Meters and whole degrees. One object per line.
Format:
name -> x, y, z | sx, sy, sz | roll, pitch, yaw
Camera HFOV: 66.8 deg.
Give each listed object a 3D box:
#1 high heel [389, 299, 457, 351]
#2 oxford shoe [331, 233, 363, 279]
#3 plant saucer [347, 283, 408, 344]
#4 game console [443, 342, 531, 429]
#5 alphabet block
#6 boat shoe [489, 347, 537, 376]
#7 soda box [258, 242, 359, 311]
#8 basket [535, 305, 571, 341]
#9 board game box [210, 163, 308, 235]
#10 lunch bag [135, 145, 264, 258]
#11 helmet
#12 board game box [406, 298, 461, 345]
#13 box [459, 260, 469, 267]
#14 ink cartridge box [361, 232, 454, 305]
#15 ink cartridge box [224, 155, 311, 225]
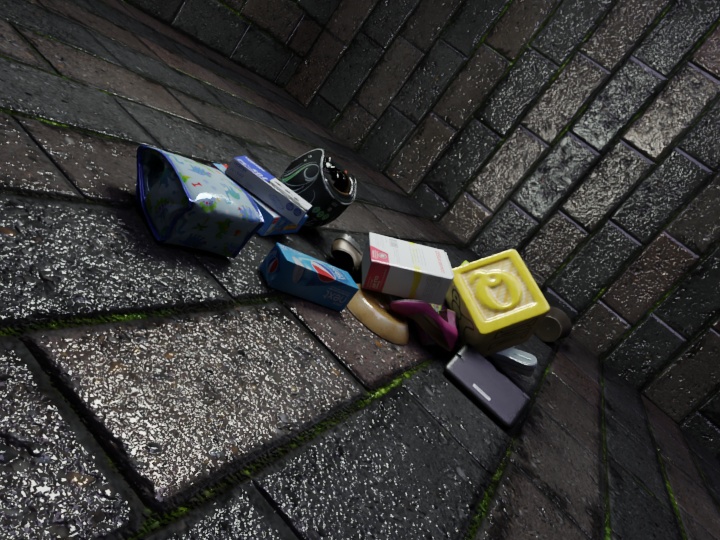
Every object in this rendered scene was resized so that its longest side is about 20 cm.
high heel -> 0.150, 0.127, 1.279 | 0.200, 0.067, 0.096 | 14, 70, -27
oxford shoe -> 0.000, 0.000, 1.405 | 0.200, 0.073, 0.084 | 38, 39, -9
plant saucer -> 0.043, 0.091, 1.274 | 0.200, 0.035, 0.200 | 35, 16, -12
game console -> 0.294, 0.285, 1.318 | 0.200, 0.116, 0.176 | 42, 46, 14
alphabet block -> 0.337, 0.094, 1.415 | 0.200, 0.196, 0.195 | 90, -22, -62
boat shoe -> 0.409, 0.251, 1.585 | 0.200, 0.067, 0.074 | 27, 43, 33
soda box -> -0.101, 0.017, 1.103 | 0.200, 0.068, 0.064 | 23, 21, -43
basket -> 0.854, 0.249, 2.454 | 0.180, 0.136, 0.200 | 39, 19, 17
board game box -> -0.249, -0.170, 1.321 | 0.200, 0.056, 0.196 | 41, 16, 10
lunch bag -> -0.299, -0.133, 0.981 | 0.170, 0.127, 0.200 | 15, 38, -54
helmet -> -0.127, -0.215, 1.475 | 0.200, 0.191, 0.200 | 30, 50, -43
board game box -> 0.176, 0.098, 1.394 | 0.120, 0.032, 0.200 | 10, 52, -40
box -> 0.323, 0.079, 1.689 | 0.122, 0.200, 0.048 | 38, 46, 15
ink cartridge box -> 0.108, -0.004, 1.312 | 0.200, 0.083, 0.145 | 13, 29, -8
ink cartridge box -> -0.211, -0.188, 1.268 | 0.200, 0.044, 0.094 | 36, 14, -7
